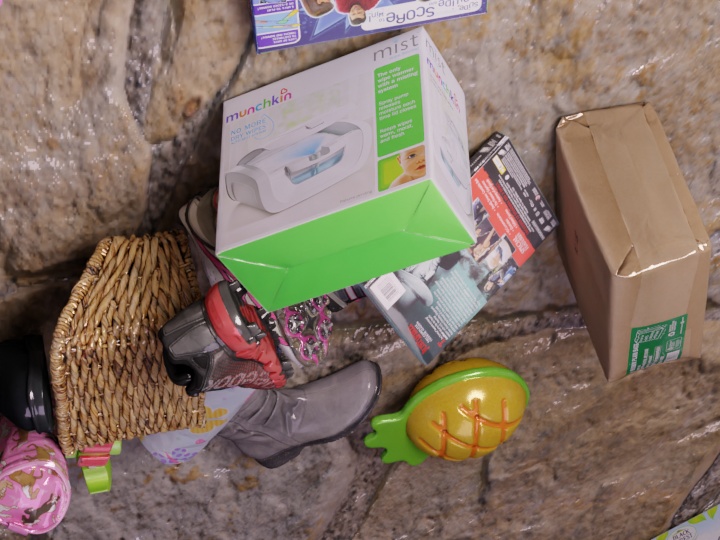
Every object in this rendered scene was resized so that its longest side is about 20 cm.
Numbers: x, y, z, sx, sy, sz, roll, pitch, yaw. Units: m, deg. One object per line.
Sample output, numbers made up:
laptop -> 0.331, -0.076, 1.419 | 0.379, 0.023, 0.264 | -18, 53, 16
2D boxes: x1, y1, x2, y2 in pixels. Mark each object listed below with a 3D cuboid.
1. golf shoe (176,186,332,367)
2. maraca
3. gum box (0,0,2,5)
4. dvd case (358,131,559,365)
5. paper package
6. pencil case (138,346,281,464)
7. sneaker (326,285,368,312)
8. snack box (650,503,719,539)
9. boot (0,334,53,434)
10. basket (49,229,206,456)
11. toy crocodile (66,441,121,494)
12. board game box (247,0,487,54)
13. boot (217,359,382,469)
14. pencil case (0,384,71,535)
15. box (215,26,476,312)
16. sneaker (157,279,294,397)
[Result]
golf shoe -> -0.097, 0.006, 1.415 | 0.091, 0.073, 0.201 | -12, 115, 43
maraca -> 0.100, 0.169, 1.715 | 0.198, 0.108, 0.137 | -26, 135, 15
gum box -> -0.340, -0.258, 1.030 | 0.198, 0.067, 0.114 | 3, 141, -23
dvd case -> 0.098, -0.019, 1.452 | 0.200, 0.022, 0.146 | -47, 136, -7
paper package -> 0.261, -0.025, 1.449 | 0.102, 0.192, 0.201 | -13, 145, -2
pencil case -> -0.164, 0.120, 1.571 | 0.082, 0.091, 0.200 | 16, 133, -29
sneaker -> 0.000, 0.000, 1.489 | 0.198, 0.074, 0.088 | 12, 136, -25
snack box -> 0.500, 0.441, 2.187 | 0.199, 0.143, 0.053 | -33, 141, 22
boot -> -0.380, 0.115, 1.423 | 0.166, 0.200, 0.077 | -8, 104, -13
basket -> -0.229, 0.060, 1.419 | 0.147, 0.144, 0.201 | -10, 146, -12
toy crocodile -> -0.285, 0.170, 1.616 | 0.067, 0.062, 0.201 | -1, 141, -19
board game box -> 0.006, -0.248, 1.194 | 0.197, 0.035, 0.136 | -11, 144, -6
boot -> -0.082, 0.147, 1.659 | 0.199, 0.070, 0.131 | -36, 134, 20
pencil case -> -0.334, 0.182, 1.494 | 0.082, 0.200, 0.087 | -15, 114, -8
box -> -0.012, -0.084, 1.257 | 0.198, 0.178, 0.097 | -17, 139, 21
sneaker -> -0.120, 0.070, 1.308 | 0.097, 0.071, 0.201 | -27, 160, 3
